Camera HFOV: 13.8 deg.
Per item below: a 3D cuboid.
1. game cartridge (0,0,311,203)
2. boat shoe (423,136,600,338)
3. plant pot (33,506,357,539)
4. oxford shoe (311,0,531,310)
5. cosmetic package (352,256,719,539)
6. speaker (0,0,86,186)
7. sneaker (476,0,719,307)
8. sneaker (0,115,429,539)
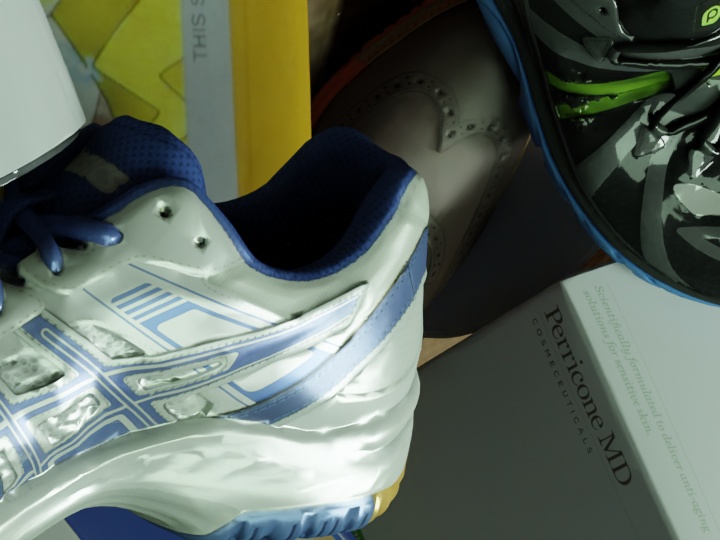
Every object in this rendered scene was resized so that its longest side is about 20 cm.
[{"bbox_3d":[-0.090,-0.078,0.647,0.175,0.032,0.202,-4,95,-31],"label":"game cartridge"},{"bbox_3d":[0.076,-0.057,0.976,0.200,0.074,0.065,-42,-175,20],"label":"boat shoe"},{"bbox_3d":[-0.106,0.107,0.734,0.200,0.200,0.180,-41,-176,-35],"label":"plant pot"},{"bbox_3d":[0.000,0.000,0.924,0.071,0.073,0.200,30,104,-20],"label":"oxford shoe"},{"bbox_3d":[0.060,0.073,0.992,0.084,0.108,0.200,-17,168,-37],"label":"cosmetic package"},{"bbox_3d":[-0.125,-0.105,0.564,0.081,0.081,0.201,-28,104,-26],"label":"speaker"},{"bbox_3d":[0.088,-0.067,0.878,0.071,0.082,0.200,-44,113,-28],"label":"sneaker"},{"bbox_3d":[-0.071,0.009,0.598,0.199,0.075,0.089,-6,116,-41],"label":"sneaker"}]
